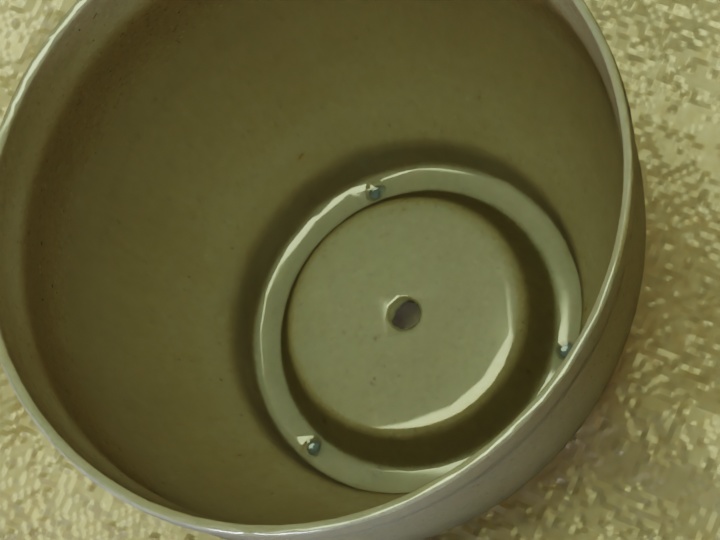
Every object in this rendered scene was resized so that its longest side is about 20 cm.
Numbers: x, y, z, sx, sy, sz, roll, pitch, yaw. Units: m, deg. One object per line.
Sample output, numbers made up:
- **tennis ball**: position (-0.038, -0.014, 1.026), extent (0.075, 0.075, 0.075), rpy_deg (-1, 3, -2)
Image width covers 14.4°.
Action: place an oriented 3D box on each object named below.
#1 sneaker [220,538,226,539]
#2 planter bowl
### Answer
- **sneaker**: position (0.004, 0.169, 0.858), extent (0.089, 0.079, 0.201), rpy_deg (-15, 69, 15)
- **planter bowl**: position (0.000, 0.000, 0.881), extent (0.199, 0.135, 0.201), rpy_deg (-6, 69, 16)
